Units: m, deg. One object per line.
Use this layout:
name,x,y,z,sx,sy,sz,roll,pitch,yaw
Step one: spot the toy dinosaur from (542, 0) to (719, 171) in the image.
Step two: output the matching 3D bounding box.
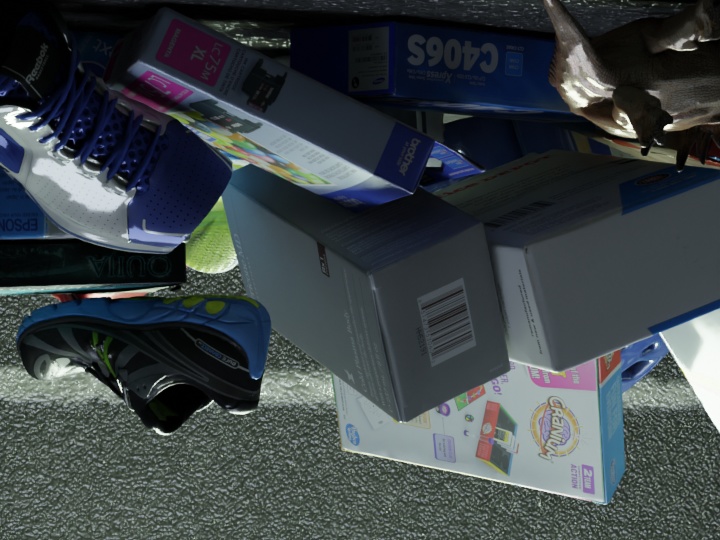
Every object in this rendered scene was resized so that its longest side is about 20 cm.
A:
toy dinosaur,0.150,-0.095,1.222,0.200,0.086,0.136,8,-176,-29

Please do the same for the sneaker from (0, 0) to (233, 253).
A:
sneaker,-0.162,-0.081,1.291,0.199,0.081,0.115,30,166,-10

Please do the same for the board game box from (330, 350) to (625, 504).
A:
board game box,0.077,0.071,1.651,0.200,0.153,0.040,11,-142,22

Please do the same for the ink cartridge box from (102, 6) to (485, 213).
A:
ink cartridge box,-0.040,-0.080,1.354,0.200,0.042,0.119,23,171,-14

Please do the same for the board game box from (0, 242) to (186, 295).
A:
board game box,-0.211,0.001,1.433,0.200,0.028,0.135,-1,177,-13

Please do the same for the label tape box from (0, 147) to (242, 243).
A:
label tape box,-0.179,-0.045,1.468,0.143,0.066,0.200,-1,176,33

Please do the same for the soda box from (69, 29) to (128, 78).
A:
soda box,-0.205,-0.110,1.511,0.068,0.064,0.200,2,180,-28

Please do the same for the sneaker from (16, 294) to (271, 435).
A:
sneaker,-0.134,0.056,1.452,0.200,0.083,0.071,-1,180,41

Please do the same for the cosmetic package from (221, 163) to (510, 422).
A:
cosmetic package,0.000,0.000,1.472,0.090,0.107,0.200,-25,-153,-23

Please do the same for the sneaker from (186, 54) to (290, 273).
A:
sneaker,-0.068,-0.091,1.623,0.076,0.105,0.200,31,131,-9

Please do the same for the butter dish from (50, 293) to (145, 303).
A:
butter dish,-0.160,-0.067,1.731,0.148,0.200,0.199,-21,177,9

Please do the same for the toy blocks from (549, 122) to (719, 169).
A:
toy blocks,0.208,-0.092,1.519,0.137,0.100,0.200,18,179,-39

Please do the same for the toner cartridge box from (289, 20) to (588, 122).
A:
toner cartridge box,0.065,-0.113,1.408,0.200,0.043,0.095,2,-178,-40

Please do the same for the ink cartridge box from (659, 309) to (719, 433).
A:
ink cartridge box,0.304,0.030,1.614,0.145,0.145,0.200,3,139,42

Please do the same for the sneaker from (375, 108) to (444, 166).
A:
sneaker,0.003,-0.097,1.651,0.079,0.078,0.200,-4,-177,-11

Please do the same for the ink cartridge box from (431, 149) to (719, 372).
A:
ink cartridge box,0.118,-0.010,1.497,0.146,0.084,0.200,-21,-166,-22

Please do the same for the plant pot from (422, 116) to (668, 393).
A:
plant pot,0.146,-0.024,1.756,0.200,0.200,0.180,4,151,-44
